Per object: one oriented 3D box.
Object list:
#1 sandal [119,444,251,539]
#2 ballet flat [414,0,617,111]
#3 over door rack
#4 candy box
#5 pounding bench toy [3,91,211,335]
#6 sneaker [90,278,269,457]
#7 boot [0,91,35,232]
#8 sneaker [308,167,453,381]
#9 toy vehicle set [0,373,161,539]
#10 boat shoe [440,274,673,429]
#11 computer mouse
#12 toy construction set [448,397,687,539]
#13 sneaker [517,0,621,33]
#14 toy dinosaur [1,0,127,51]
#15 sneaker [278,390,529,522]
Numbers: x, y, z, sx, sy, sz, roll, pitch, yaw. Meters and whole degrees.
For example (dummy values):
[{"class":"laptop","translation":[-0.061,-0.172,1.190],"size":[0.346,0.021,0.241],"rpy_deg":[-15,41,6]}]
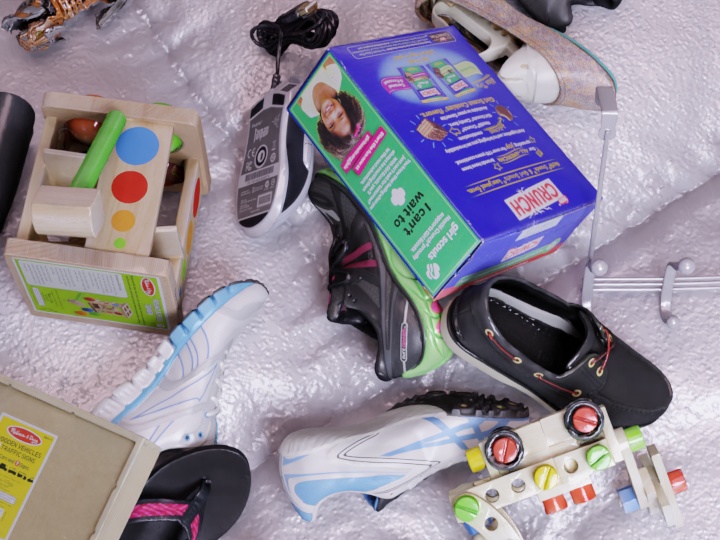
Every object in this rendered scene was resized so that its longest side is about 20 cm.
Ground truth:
[{"class":"sandal","translation":[-0.164,0.199,1.162],"size":[0.199,0.045,0.075],"rpy_deg":[-30,110,-8]},{"class":"ballet flat","translation":[0.123,-0.183,1.335],"size":[0.200,0.068,0.067],"rpy_deg":[39,61,24]},{"class":"over door rack","translation":[0.247,-0.041,1.214],"size":[0.146,0.201,0.067],"rpy_deg":[-1,30,-2]},{"class":"candy box","translation":[0.068,-0.091,1.250],"size":[0.168,0.077,0.200],"rpy_deg":[-18,62,-47]},{"class":"pounding bench toy","translation":[-0.190,-0.065,1.205],"size":[0.123,0.200,0.157],"rpy_deg":[8,67,2]},{"class":"sneaker","translation":[-0.130,0.095,1.216],"size":[0.087,0.075,0.200],"rpy_deg":[41,80,8]},{"class":"boot","translation":[-0.291,-0.046,1.221],"size":[0.065,0.165,0.201],"rpy_deg":[25,66,-19]},{"class":"sneaker","translation":[0.000,0.000,1.248],"size":[0.083,0.077,0.201],"rpy_deg":[-30,59,3]},{"class":"toy vehicle set","translation":[-0.254,0.149,1.161],"size":[0.199,0.027,0.125],"rpy_deg":[19,76,29]},{"class":"boat shoe","translation":[0.159,0.066,1.199],"size":[0.200,0.063,0.074],"rpy_deg":[26,60,-19]},{"class":"computer mouse","translation":[-0.062,-0.120,1.303],"size":[0.044,0.109,0.202],"rpy_deg":[16,74,-34]},{"class":"toy construction set","translation":[0.147,0.169,1.164],"size":[0.199,0.092,0.132],"rpy_deg":[-20,87,-10]},{"class":"sneaker","translation":[0.215,-0.280,1.384],"size":[0.200,0.076,0.091],"rpy_deg":[-38,82,-8]},{"class":"toy dinosaur","translation":[-0.248,-0.282,1.372],"size":[0.135,0.102,0.200],"rpy_deg":[36,52,-2]},{"class":"sneaker","translation":[0.035,0.139,1.204],"size":[0.198,0.072,0.073],"rpy_deg":[-13,103,-14]}]
